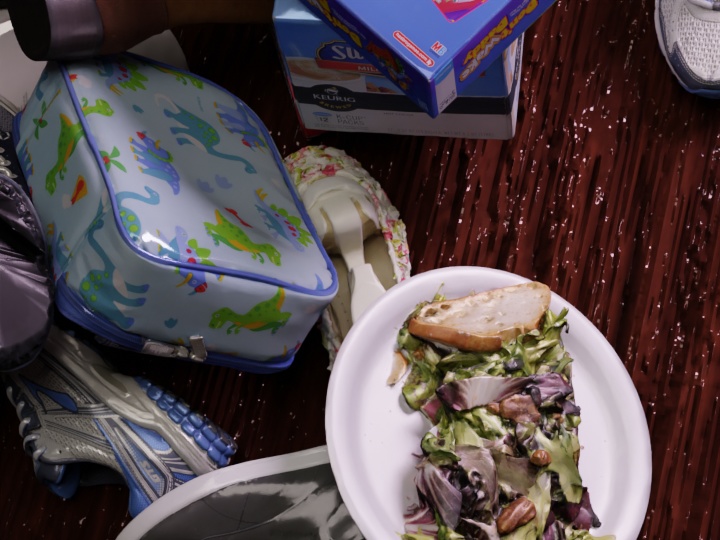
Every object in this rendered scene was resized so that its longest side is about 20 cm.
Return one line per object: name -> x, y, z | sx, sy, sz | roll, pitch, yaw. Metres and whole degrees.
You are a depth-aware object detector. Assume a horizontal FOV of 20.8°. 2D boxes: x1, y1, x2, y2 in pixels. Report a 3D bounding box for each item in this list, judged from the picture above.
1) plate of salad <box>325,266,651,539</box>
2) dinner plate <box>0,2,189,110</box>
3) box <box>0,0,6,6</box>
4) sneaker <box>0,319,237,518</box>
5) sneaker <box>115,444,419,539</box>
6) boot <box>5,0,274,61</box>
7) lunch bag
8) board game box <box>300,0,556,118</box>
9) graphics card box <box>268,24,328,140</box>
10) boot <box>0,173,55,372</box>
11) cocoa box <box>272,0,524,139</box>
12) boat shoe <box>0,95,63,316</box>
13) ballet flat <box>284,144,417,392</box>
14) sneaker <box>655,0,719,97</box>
plate of salad -> 0.077, 0.089, 1.077 | 0.198, 0.048, 0.202 | 9, 66, -20
dinner plate -> -0.205, -0.103, 1.254 | 0.198, 0.024, 0.202 | -4, 66, 8
box -> -0.222, -0.261, 1.247 | 0.198, 0.149, 0.125 | -6, 57, 6
sneaker -> -0.173, 0.082, 1.143 | 0.199, 0.077, 0.086 | 30, 81, 21
sneaker -> -0.037, 0.160, 1.087 | 0.198, 0.071, 0.100 | -16, 61, -3
boot -> -0.118, -0.224, 1.129 | 0.199, 0.068, 0.190 | -17, 92, -38
lunch bag -> -0.105, -0.034, 1.120 | 0.083, 0.160, 0.201 | -55, 42, 28
board game box -> 0.015, -0.196, 1.048 | 0.134, 0.045, 0.200 | -43, 70, -11
graphics card box -> -0.006, -0.195, 1.247 | 0.124, 0.051, 0.202 | -17, 65, 1
boot -> -0.229, 0.051, 1.082 | 0.076, 0.168, 0.202 | -2, 89, -32
cocoa box -> 0.032, -0.196, 1.142 | 0.132, 0.131, 0.202 | 5, 68, 8
boat shoe -> -0.216, -0.050, 1.171 | 0.200, 0.093, 0.075 | 42, 94, 11
ballet flat -> 0.000, 0.000, 1.155 | 0.075, 0.064, 0.201 | -18, 65, -6
sneaker -> 0.213, -0.206, 1.181 | 0.076, 0.085, 0.202 | 3, 78, 17
